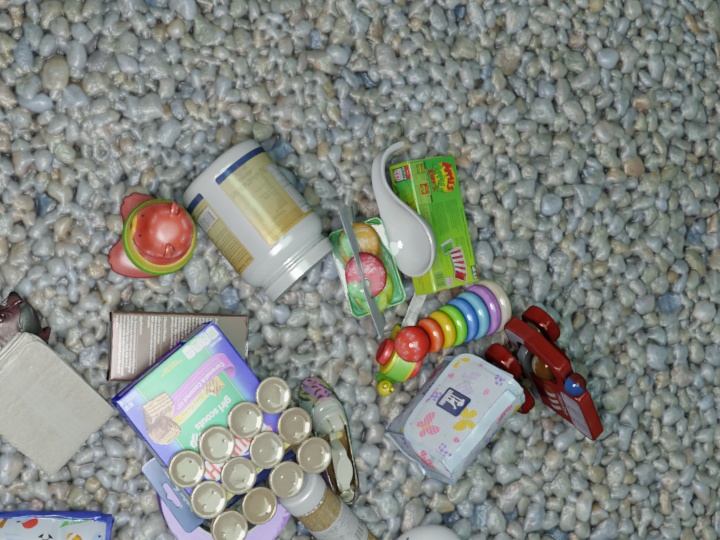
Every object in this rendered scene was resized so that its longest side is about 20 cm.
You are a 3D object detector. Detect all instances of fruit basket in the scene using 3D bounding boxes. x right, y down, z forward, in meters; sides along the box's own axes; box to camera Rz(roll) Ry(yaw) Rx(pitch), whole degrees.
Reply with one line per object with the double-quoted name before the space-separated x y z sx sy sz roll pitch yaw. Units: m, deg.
"fruit basket" 0.000 0.000 1.566 0.092 0.200 0.188 -17 94 11

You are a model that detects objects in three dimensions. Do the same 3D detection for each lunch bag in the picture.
"lunch bag" 0.142 0.217 1.597 0.127 0.200 0.170 45 77 -10
"lunch bag" -0.425 0.426 1.457 0.167 0.124 0.204 4 94 -16

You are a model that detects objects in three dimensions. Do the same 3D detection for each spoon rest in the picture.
"spoon rest" 0.059 -0.088 1.597 0.060 0.099 0.203 -12 84 -38

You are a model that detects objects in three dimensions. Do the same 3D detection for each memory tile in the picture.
"memory tile" -0.145 0.255 1.427 0.199 0.017 0.154 -39 101 -17

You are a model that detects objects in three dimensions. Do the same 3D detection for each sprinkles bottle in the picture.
"sprinkles bottle" -0.041 0.368 1.565 0.068 0.068 0.201 -46 124 -14

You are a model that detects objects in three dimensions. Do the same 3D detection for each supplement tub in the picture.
"supplement tub" -0.144 -0.069 1.538 0.144 0.144 0.201 -40 90 -14

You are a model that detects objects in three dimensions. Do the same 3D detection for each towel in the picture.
"towel" -0.441 0.182 1.468 0.133 0.034 0.201 -45 130 -13

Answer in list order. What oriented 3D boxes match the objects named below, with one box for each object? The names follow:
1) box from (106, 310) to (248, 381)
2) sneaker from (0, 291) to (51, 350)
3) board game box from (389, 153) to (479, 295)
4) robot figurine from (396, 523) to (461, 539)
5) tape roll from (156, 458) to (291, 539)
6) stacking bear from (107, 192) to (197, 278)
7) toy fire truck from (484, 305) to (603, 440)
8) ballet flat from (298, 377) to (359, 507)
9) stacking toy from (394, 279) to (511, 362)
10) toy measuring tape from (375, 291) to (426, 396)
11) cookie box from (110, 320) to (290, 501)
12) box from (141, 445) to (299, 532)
"box" -0.263 0.110 1.545 0.196 0.075 0.102 3 86 -15
"sneaker" -0.521 0.076 1.475 0.198 0.075 0.117 22 76 -25
"board game box" 0.114 -0.072 1.663 0.101 0.047 0.204 -13 92 -40
"robot figurine" 0.111 0.487 1.618 0.123 0.150 0.203 -12 92 5
"tape roll" -0.196 0.314 1.561 0.197 0.066 0.204 0 88 -17
"stacking bear" -0.278 -0.049 1.479 0.112 0.200 0.124 15 83 -15
"toy fire truck" 0.292 0.161 1.644 0.112 0.167 0.201 -41 135 -14
"ballet flat" -0.039 0.257 1.607 0.068 0.071 0.203 -16 92 -18
"stacking toy" 0.132 0.082 1.624 0.198 0.085 0.087 -21 94 -31
"toy measuring tape" 0.075 0.100 1.649 0.073 0.073 0.203 26 81 -14
"cookie box" -0.209 0.201 1.456 0.171 0.075 0.201 -40 99 -17
"box" -0.196 0.265 1.513 0.199 0.032 0.122 -37 98 -14
